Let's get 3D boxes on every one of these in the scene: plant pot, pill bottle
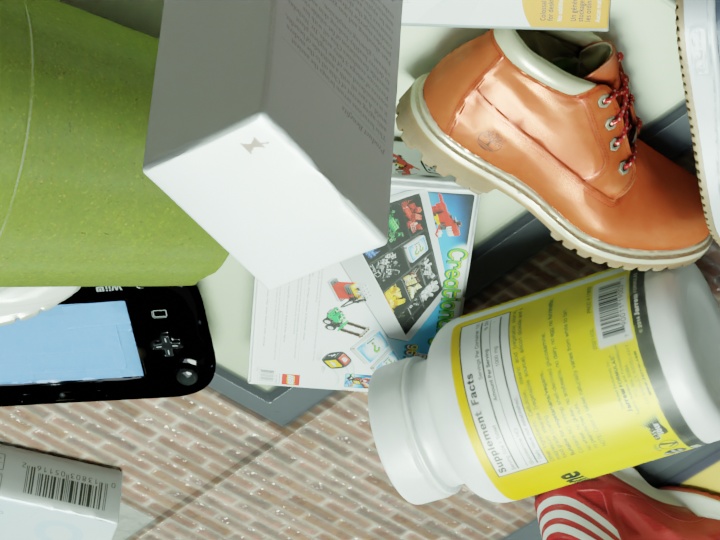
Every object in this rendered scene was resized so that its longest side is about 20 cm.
[{"bbox_3d":[-0.162,-0.064,1.599,0.189,0.201,0.200,10,141,-26],"label":"plant pot"},{"bbox_3d":[0.110,0.069,1.736,0.199,0.113,0.113,-18,136,21],"label":"pill bottle"}]

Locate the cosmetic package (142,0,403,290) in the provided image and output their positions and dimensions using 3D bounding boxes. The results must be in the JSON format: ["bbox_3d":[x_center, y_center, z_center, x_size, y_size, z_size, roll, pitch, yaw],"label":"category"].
[{"bbox_3d":[-0.036,-0.104,1.391,0.071,0.201,0.101,-22,133,27],"label":"cosmetic package"}]

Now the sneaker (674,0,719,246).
[{"bbox_3d":[0.233,-0.087,1.614,0.108,0.070,0.201,-4,137,12],"label":"sneaker"}]

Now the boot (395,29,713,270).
[{"bbox_3d":[0.130,-0.072,1.642,0.199,0.075,0.107,25,131,-23],"label":"boot"}]

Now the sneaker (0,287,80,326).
[{"bbox_3d":[-0.251,-0.027,1.724,0.199,0.075,0.087,11,135,-10],"label":"sneaker"}]

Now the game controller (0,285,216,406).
[{"bbox_3d":[-0.189,0.039,1.819,0.199,0.042,0.105,-4,140,8],"label":"game controller"}]

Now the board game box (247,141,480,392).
[{"bbox_3d":[0.000,0.000,1.763,0.125,0.035,0.201,4,140,-2],"label":"board game box"}]

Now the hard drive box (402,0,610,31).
[{"bbox_3d":[0.030,-0.200,1.488,0.199,0.077,0.156,2,140,3],"label":"hard drive box"}]

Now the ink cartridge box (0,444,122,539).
[{"bbox_3d":[-0.258,0.189,1.999,0.159,0.047,0.200,13,137,-11],"label":"ink cartridge box"}]

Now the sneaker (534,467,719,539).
[{"bbox_3d":[0.187,0.196,1.921,0.199,0.116,0.078,24,136,-23],"label":"sneaker"}]
